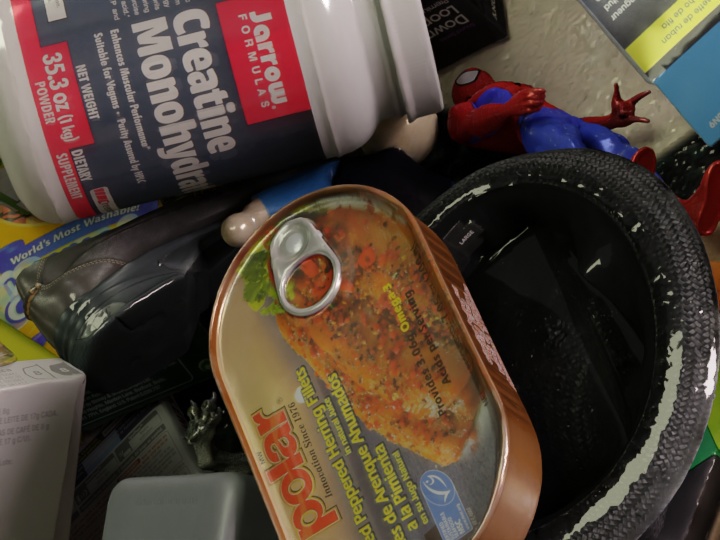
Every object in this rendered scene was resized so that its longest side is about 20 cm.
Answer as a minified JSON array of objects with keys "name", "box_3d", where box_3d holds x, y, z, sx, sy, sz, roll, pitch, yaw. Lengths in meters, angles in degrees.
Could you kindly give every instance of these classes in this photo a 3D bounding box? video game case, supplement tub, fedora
[{"name":"video game case","box_3d":[-0.167,0.133,1.535,0.200,0.023,0.182,-45,41,10]},{"name":"supplement tub","box_3d":[-0.072,-0.109,1.373,0.199,0.141,0.141,-14,48,2]},{"name":"fedora","box_3d":[0.085,0.052,1.253,0.200,0.092,0.201,-17,59,29]}]

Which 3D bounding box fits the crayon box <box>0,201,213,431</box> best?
[{"name":"crayon box","box_3d":[-0.137,-0.012,1.558,0.125,0.052,0.200,-23,43,14]}]

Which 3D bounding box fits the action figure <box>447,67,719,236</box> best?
[{"name":"action figure","box_3d":[0.095,-0.063,1.383,0.200,0.065,0.052,26,110,59]}]

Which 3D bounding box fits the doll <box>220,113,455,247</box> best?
[{"name":"doll","box_3d":[0.000,0.000,1.397,0.136,0.048,0.200,14,64,0]}]

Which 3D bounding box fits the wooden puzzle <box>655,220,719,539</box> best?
[{"name":"wooden puzzle","box_3d":[0.115,0.056,1.313,0.200,0.037,0.185,6,67,45]}]

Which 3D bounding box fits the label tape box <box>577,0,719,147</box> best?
[{"name":"label tape box","box_3d":[0.157,-0.174,1.398,0.143,0.066,0.200,-43,76,12]}]

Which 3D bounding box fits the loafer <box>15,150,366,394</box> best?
[{"name":"loafer","box_3d":[-0.075,-0.016,1.449,0.200,0.073,0.072,-27,52,-33]}]

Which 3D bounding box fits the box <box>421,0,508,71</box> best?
[{"name":"box","box_3d":[-0.041,-0.148,1.478,0.143,0.200,0.036,-25,45,27]}]

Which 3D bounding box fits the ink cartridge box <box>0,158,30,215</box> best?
[{"name":"ink cartridge box","box_3d":[-0.209,-0.122,1.483,0.076,0.200,0.148,-35,73,6]}]

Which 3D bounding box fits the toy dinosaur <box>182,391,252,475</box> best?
[{"name":"toy dinosaur","box_3d":[-0.060,0.112,1.398,0.047,0.088,0.200,1,62,55]}]

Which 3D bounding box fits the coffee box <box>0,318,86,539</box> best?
[{"name":"coffee box","box_3d":[-0.271,0.119,1.419,0.198,0.199,0.201,29,117,49]}]

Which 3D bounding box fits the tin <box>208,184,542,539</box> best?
[{"name":"tin","box_3d":[0.004,0.054,1.223,0.112,0.042,0.200,-34,51,13]}]

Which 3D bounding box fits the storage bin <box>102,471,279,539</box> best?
[{"name":"storage bin","box_3d":[-0.054,0.178,1.287,0.145,0.134,0.201,-7,67,42]}]
